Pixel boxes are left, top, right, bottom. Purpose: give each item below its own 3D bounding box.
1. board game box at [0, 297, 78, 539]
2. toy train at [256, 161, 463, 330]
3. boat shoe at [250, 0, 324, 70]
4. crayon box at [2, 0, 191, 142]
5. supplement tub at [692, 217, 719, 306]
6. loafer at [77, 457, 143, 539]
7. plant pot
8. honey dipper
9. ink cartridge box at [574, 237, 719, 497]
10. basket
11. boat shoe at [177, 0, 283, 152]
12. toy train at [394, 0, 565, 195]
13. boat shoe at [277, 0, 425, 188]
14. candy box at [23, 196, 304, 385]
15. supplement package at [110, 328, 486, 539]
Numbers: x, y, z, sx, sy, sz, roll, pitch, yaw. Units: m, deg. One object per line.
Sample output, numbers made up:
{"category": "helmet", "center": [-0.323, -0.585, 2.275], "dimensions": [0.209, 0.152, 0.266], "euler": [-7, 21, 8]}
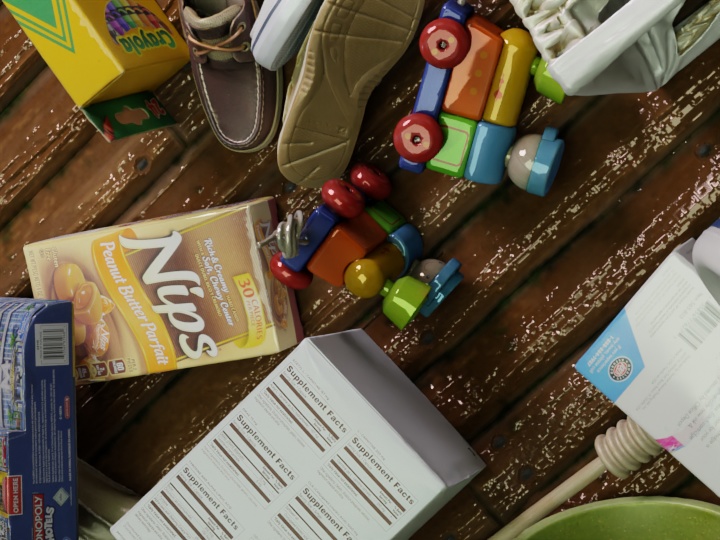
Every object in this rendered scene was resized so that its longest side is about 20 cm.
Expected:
{"category": "board game box", "center": [-0.291, 0.122, 1.833], "dimensions": [0.200, 0.062, 0.200], "euler": [-1, 91, 56]}
{"category": "toy train", "center": [0.000, 0.000, 1.676], "dimensions": [0.116, 0.200, 0.085], "euler": [38, 110, 5]}
{"category": "boat shoe", "center": [-0.034, -0.245, 1.716], "dimensions": [0.067, 0.074, 0.200], "euler": [33, 97, 10]}
{"category": "crayon box", "center": [-0.204, -0.194, 1.756], "dimensions": [0.051, 0.127, 0.200], "euler": [-37, 87, 22]}
{"category": "supplement tub", "center": [0.334, -0.028, 1.547], "dimensions": [0.200, 0.145, 0.145], "euler": [-42, 83, -2]}
{"category": "loafer", "center": [-0.165, 0.203, 1.845], "dimensions": [0.200, 0.076, 0.067], "euler": [36, 108, 2]}
{"category": "plant pot", "center": [0.201, 0.292, 1.669], "dimensions": [0.200, 0.200, 0.190], "euler": [1, 114, 20]}
{"category": "honey dipper", "center": [0.144, 0.169, 1.739], "dimensions": [0.200, 0.038, 0.038], "euler": [-40, 85, 23]}
{"category": "ink cartridge box", "center": [0.267, 0.088, 1.660], "dimensions": [0.200, 0.068, 0.115], "euler": [42, 110, 9]}
{"category": "basket", "center": [0.182, -0.205, 1.574], "dimensions": [0.136, 0.200, 0.123], "euler": [-40, 78, 22]}
{"category": "boat shoe", "center": [-0.107, -0.184, 1.749], "dimensions": [0.072, 0.072, 0.200], "euler": [-2, 99, 21]}
{"category": "toy train", "center": [0.104, -0.157, 1.667], "dimensions": [0.116, 0.085, 0.200], "euler": [17, 105, 6]}
{"category": "boat shoe", "center": [-0.012, -0.160, 1.719], "dimensions": [0.074, 0.069, 0.200], "euler": [20, 112, -17]}
{"category": "candy box", "center": [-0.152, 0.018, 1.812], "dimensions": [0.200, 0.055, 0.116], "euler": [-10, 96, 23]}
{"category": "supplement package", "center": [-0.040, 0.163, 1.705], "dimensions": [0.200, 0.191, 0.147], "euler": [-44, 82, 8]}
